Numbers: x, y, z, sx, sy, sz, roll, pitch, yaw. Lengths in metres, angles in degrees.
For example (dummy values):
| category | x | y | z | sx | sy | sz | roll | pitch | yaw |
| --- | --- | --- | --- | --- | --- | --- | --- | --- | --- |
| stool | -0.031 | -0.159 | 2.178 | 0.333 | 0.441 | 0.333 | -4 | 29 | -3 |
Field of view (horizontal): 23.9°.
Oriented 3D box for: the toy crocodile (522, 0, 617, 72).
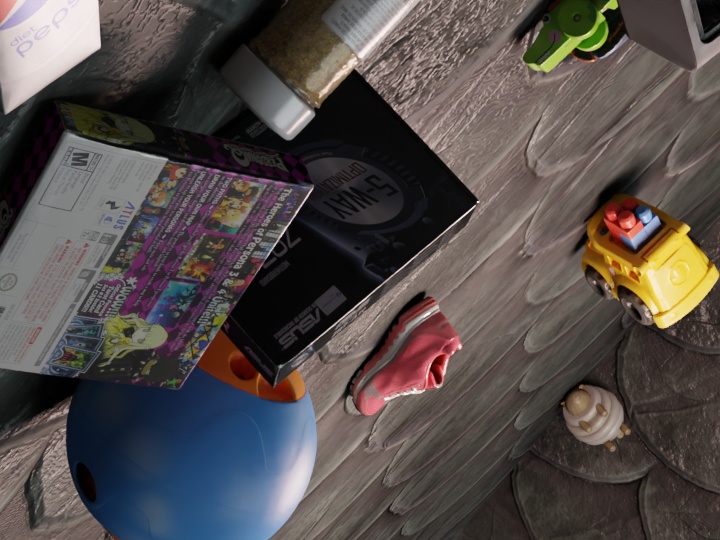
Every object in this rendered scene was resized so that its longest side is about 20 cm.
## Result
| category | x | y | z | sx | sy | sz | roll | pitch | yaw |
| --- | --- | --- | --- | --- | --- | --- | --- | --- | --- |
| toy crocodile | 0.224 | -0.261 | 1.570 | 0.200 | 0.062 | 0.067 | -45 | 165 | 15 |

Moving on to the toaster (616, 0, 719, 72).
| category | x | y | z | sx | sy | sz | roll | pitch | yaw |
| --- | --- | --- | --- | --- | --- | --- | --- | --- | --- |
| toaster | 0.301 | -0.297 | 1.444 | 0.180 | 0.119 | 0.201 | -37 | 136 | -10 |

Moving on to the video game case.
| category | x | y | z | sx | sy | sz | roll | pitch | yaw |
| --- | --- | --- | --- | --- | --- | --- | --- | --- | --- |
| video game case | -0.153 | -0.009 | 1.093 | 0.180 | 0.036 | 0.200 | 10 | 129 | -35 |

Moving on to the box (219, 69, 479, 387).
| category | x | y | z | sx | sy | sz | roll | pitch | yaw |
| --- | --- | --- | --- | --- | --- | --- | --- | --- | --- |
| box | -0.040 | -0.040 | 1.226 | 0.200 | 0.160 | 0.044 | -38 | 169 | -20 |

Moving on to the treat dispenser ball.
| category | x | y | z | sx | sy | sz | roll | pitch | yaw |
| --- | --- | --- | --- | --- | --- | --- | --- | --- | --- |
| treat dispenser ball | -0.134 | 0.133 | 1.356 | 0.201 | 0.201 | 0.201 | -41 | 165 | -14 |

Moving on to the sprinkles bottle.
| category | x | y | z | sx | sy | sz | roll | pitch | yaw |
| --- | --- | --- | --- | --- | --- | --- | --- | --- | --- |
| sprinkles bottle | -0.004 | -0.180 | 1.132 | 0.200 | 0.068 | 0.068 | -46 | 165 | 3 |

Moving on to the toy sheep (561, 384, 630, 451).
| category | x | y | z | sx | sy | sz | roll | pitch | yaw |
| --- | --- | --- | --- | --- | --- | --- | --- | --- | --- |
| toy sheep | 0.512 | 0.319 | 3.694 | 0.138 | 0.138 | 0.200 | -45 | 126 | 2 |

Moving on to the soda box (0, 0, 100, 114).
| category | x | y | z | sx | sy | sz | roll | pitch | yaw |
| --- | --- | --- | --- | --- | --- | --- | --- | --- | --- |
| soda box | -0.163 | -0.158 | 0.762 | 0.063 | 0.068 | 0.200 | -38 | 164 | -22 |

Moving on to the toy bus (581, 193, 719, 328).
| category | x | y | z | sx | sy | sz | roll | pitch | yaw |
| --- | --- | --- | --- | --- | --- | --- | --- | --- | --- |
| toy bus | 0.389 | -0.041 | 2.446 | 0.136 | 0.200 | 0.192 | -43 | 129 | -9 |

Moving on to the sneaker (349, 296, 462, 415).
| category | x | y | z | sx | sy | sz | roll | pitch | yaw |
| --- | --- | --- | --- | --- | --- | --- | --- | --- | --- |
| sneaker | 0.055 | 0.125 | 2.072 | 0.074 | 0.087 | 0.201 | -27 | 157 | -46 |

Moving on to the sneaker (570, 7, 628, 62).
| category | x | y | z | sx | sy | sz | roll | pitch | yaw |
| --- | --- | --- | --- | --- | --- | --- | --- | --- | --- |
| sneaker | 0.273 | -0.283 | 1.630 | 0.200 | 0.075 | 0.078 | -41 | 176 | 16 |
